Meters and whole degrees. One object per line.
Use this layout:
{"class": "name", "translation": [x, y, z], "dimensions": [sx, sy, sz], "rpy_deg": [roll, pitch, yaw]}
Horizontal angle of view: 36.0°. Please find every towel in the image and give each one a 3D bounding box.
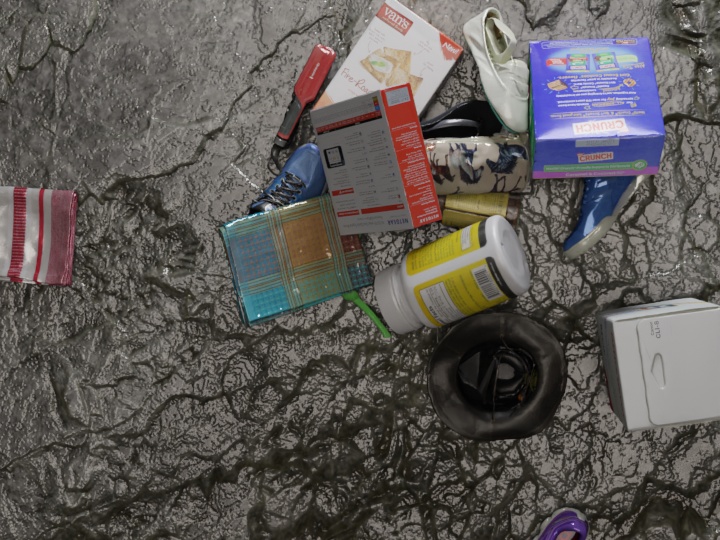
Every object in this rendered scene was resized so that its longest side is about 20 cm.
{"class": "towel", "translation": [-0.090, -0.019, 1.554], "dimensions": [0.197, 0.022, 0.149], "rpy_deg": [-18, 95, -19]}
{"class": "towel", "translation": [-0.530, -0.054, 1.681], "dimensions": [0.197, 0.023, 0.147], "rpy_deg": [4, 91, 7]}

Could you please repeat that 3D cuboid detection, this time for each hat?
{"class": "hat", "translation": [0.189, 0.144, 1.570], "dimensions": [0.197, 0.081, 0.204], "rpy_deg": [0, 98, -2]}

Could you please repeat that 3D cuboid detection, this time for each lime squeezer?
{"class": "lime squeezer", "translation": [0.000, 0.000, 1.610], "dimensions": [0.069, 0.038, 0.203], "rpy_deg": [-6, 90, 7]}

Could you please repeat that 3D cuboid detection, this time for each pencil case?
{"class": "pencil case", "translation": [0.132, -0.150, 1.517], "dimensions": [0.197, 0.078, 0.091], "rpy_deg": [-2, 113, -14]}

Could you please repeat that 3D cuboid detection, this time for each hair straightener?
{"class": "hair straightener", "translation": [-0.088, -0.224, 1.596], "dimensions": [0.040, 0.077, 0.203], "rpy_deg": [20, 75, -4]}

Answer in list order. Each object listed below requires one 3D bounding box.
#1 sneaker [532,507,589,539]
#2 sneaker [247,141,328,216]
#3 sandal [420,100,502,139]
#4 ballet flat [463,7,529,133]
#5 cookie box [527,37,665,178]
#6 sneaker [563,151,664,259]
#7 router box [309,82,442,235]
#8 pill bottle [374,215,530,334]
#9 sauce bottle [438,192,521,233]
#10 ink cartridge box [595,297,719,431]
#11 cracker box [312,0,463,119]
{"class": "sneaker", "translation": [0.252, 0.425, 1.567], "dimensions": [0.080, 0.083, 0.202], "rpy_deg": [31, 96, 5]}
{"class": "sneaker", "translation": [-0.110, -0.093, 1.594], "dimensions": [0.078, 0.089, 0.202], "rpy_deg": [32, 95, 4]}
{"class": "sandal", "translation": [0.115, -0.184, 1.558], "dimensions": [0.197, 0.043, 0.077], "rpy_deg": [-18, 114, -13]}
{"class": "ballet flat", "translation": [0.195, -0.283, 1.524], "dimensions": [0.069, 0.070, 0.202], "rpy_deg": [-21, 59, 7]}
{"class": "cookie box", "translation": [0.311, -0.221, 1.492], "dimensions": [0.168, 0.076, 0.202], "rpy_deg": [-1, 49, 7]}
{"class": "sneaker", "translation": [0.322, -0.121, 1.545], "dimensions": [0.111, 0.077, 0.201], "rpy_deg": [39, 91, -2]}
{"class": "router box", "translation": [0.016, -0.144, 1.480], "dimensions": [0.048, 0.199, 0.182], "rpy_deg": [-18, 99, -29]}
{"class": "pill bottle", "translation": [0.125, 0.011, 1.539], "dimensions": [0.198, 0.114, 0.116], "rpy_deg": [-22, 89, 24]}
{"class": "sauce bottle", "translation": [0.130, -0.097, 1.577], "dimensions": [0.197, 0.065, 0.066], "rpy_deg": [12, 93, 6]}
{"class": "ink cartridge box", "translation": [0.404, 0.122, 1.481], "dimensions": [0.142, 0.200, 0.148], "rpy_deg": [-9, 91, 7]}
{"class": "cracker box", "translation": [0.040, -0.269, 1.587], "dimensions": [0.133, 0.058, 0.201], "rpy_deg": [35, 95, 4]}
